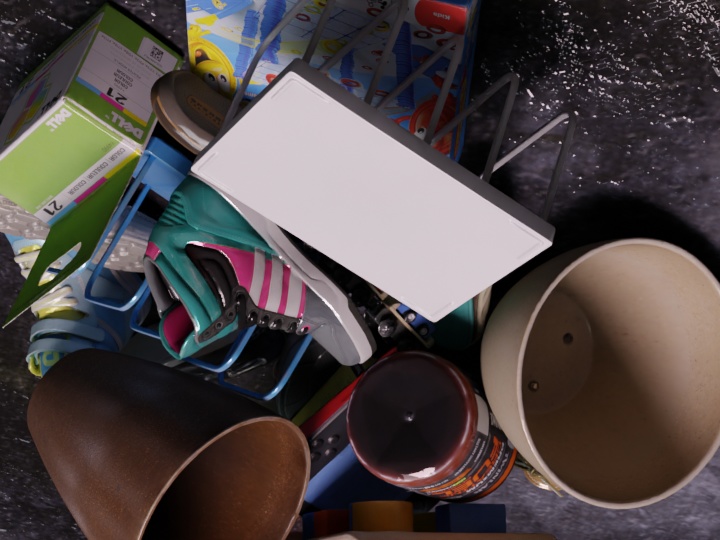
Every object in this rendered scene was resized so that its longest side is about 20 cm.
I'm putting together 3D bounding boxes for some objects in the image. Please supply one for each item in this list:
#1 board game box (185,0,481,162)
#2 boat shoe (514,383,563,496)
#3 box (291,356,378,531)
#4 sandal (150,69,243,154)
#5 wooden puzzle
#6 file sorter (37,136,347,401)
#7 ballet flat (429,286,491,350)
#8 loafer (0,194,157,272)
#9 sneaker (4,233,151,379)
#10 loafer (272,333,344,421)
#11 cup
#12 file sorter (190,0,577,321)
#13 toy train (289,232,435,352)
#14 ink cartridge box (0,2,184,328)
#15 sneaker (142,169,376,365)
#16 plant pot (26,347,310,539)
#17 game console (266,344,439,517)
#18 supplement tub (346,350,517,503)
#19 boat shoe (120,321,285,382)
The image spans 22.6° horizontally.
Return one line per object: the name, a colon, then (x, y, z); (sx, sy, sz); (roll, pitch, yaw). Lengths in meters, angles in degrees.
board game box: (-0.021, -0.154, 1.265); (0.199, 0.056, 0.196); (13, 144, 8)
boat shoe: (0.155, 0.140, 1.569); (0.073, 0.063, 0.200); (4, 142, 18)
box: (-0.036, 0.163, 1.597); (0.075, 0.050, 0.200); (20, 117, -47)
sandal: (-0.055, -0.086, 1.275); (0.200, 0.082, 0.055); (36, 120, -12)
wooden puzzle: (0.040, 0.217, 1.505); (0.184, 0.047, 0.200); (5, 171, -25)
file sorter: (-0.134, -0.001, 1.418); (0.200, 0.123, 0.139); (34, 170, -24)
ballet flat: (0.081, -0.014, 1.395); (0.069, 0.070, 0.200); (16, 147, 4)
loafer: (-0.225, -0.050, 1.487); (0.199, 0.070, 0.070); (22, 151, -35)
sneaker: (-0.262, 0.019, 1.538); (0.079, 0.131, 0.200); (-10, 134, 35)
loafer: (-0.050, 0.106, 1.618); (0.072, 0.063, 0.200); (-24, 142, -15)
cup: (0.171, 0.069, 1.387); (0.200, 0.201, 0.143); (37, 169, -24)
file sorter: (0.020, -0.087, 1.179); (0.200, 0.125, 0.139); (32, 143, -17)
toy train: (0.000, 0.000, 1.378); (0.200, 0.046, 0.034); (49, 174, -37)
ink cartridge box: (-0.225, -0.078, 1.333); (0.076, 0.201, 0.148); (35, 141, -21)
sneaker: (-0.086, 0.028, 1.323); (0.200, 0.121, 0.084); (47, 167, -20)
plant pot: (-0.175, 0.152, 1.468); (0.200, 0.187, 0.187); (32, 155, 34)
game console: (0.023, 0.160, 1.568); (0.177, 0.031, 0.200); (-40, 140, 9)
supplement tub: (0.067, 0.131, 1.459); (0.106, 0.108, 0.200); (3, 169, 20)
boat shoe: (-0.152, 0.077, 1.621); (0.199, 0.074, 0.060); (-24, 123, 33)
